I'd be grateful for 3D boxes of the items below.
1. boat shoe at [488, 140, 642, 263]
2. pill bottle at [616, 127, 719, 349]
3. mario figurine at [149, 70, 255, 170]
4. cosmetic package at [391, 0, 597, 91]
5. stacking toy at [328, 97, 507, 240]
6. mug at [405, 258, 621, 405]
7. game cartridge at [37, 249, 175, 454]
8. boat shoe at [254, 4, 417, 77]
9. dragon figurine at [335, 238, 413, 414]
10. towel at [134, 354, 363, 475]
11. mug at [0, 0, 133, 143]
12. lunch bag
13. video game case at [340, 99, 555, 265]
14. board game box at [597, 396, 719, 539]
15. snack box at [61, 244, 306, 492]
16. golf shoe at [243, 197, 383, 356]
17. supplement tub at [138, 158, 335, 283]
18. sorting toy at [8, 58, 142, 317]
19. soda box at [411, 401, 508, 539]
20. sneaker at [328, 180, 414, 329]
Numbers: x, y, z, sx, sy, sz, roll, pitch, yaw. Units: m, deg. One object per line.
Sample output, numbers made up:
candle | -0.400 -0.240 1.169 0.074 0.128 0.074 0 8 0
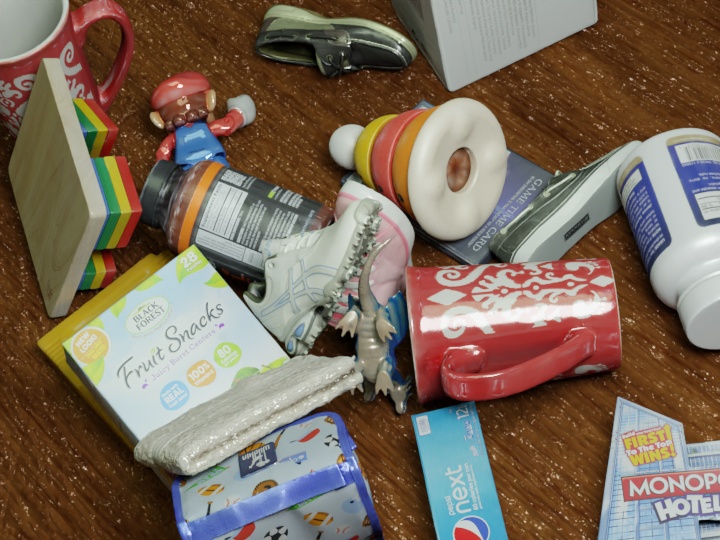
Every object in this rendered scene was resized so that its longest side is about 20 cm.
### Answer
boat shoe | 0.218 -0.075 1.643 0.200 0.071 0.064 -40 57 -15
pill bottle | 0.333 -0.029 1.553 0.118 0.120 0.201 -13 53 2
mario figurine | -0.178 -0.134 1.785 0.122 0.106 0.202 2 57 -33
cosmetic package | 0.143 -0.346 1.797 0.198 0.166 0.166 -25 53 -6
stacking toy | 0.044 -0.118 1.679 0.199 0.147 0.146 15 56 44
mug | 0.149 0.070 1.520 0.198 0.134 0.179 -6 52 2
game cartridge | -0.214 0.083 1.644 0.176 0.033 0.200 -40 58 -17
boat shoe | -0.032 -0.255 1.833 0.199 0.072 0.066 16 69 23
dragon figurine | 0.014 0.055 1.513 0.058 0.202 0.100 -2 20 10
towel | -0.102 0.127 1.440 0.199 0.035 0.132 -28 9 -24
mug | -0.342 -0.212 1.773 0.176 0.201 0.134 4 54 14
lunch bag | -0.072 0.210 1.403 0.169 0.200 0.125 -22 76 -2
video game case | 0.096 -0.095 1.716 0.199 0.019 0.143 34 67 29
board game box | 0.296 0.207 1.426 0.198 0.062 0.201 -7 54 7
snack box | -0.167 0.105 1.552 0.168 0.068 0.200 -39 78 -18
golf shoe | -0.051 -0.006 1.496 0.097 0.201 0.078 35 39 3
supplement tub | -0.129 -0.048 1.647 0.198 0.107 0.108 22 60 6
sorting toy | -0.303 -0.088 1.686 0.069 0.200 0.200 -7 61 -28
soda box | 0.098 0.225 1.450 0.063 0.068 0.201 -13 53 3
sneaker | 0.000 0.000 1.560 0.075 0.201 0.105 25 69 19
